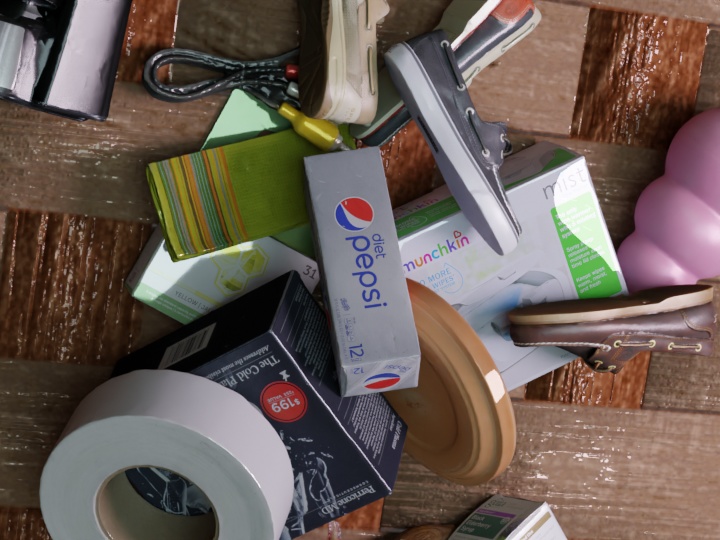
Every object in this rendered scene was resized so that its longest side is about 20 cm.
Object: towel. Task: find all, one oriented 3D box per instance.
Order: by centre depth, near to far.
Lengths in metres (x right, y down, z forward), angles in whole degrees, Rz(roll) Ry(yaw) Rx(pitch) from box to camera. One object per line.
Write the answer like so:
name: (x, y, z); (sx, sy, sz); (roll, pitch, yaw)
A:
towel: (-0.085, -0.073, 1.667); (0.199, 0.018, 0.087); (-17, 91, -28)

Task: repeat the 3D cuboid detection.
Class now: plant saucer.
plant saucer: (0.055, 0.100, 1.684); (0.032, 0.200, 0.201); (-31, 109, -30)

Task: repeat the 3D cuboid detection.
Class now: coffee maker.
coffee maker: (-0.229, -0.225, 1.561); (0.191, 0.135, 0.201); (13, 97, -21)

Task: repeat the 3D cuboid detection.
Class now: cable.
cable: (-0.083, -0.167, 1.662); (0.199, 0.050, 0.098); (17, 79, -18)

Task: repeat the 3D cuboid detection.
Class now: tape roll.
tape roll: (-0.157, 0.183, 1.586); (0.201, 0.071, 0.203); (6, 121, 9)

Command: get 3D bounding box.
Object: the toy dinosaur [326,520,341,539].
toy dinosaur: (-0.116, 0.298, 1.696); (0.200, 0.181, 0.105); (-52, 130, -21)

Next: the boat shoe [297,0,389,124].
boat shoe: (-0.013, -0.223, 1.653); (0.064, 0.071, 0.201); (8, 81, -27)

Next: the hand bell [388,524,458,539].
hand bell: (0.003, 0.267, 1.773); (0.199, 0.104, 0.105); (-15, 105, -27)

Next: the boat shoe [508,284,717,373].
boat shoe: (0.224, 0.056, 1.699); (0.199, 0.070, 0.071); (-5, 100, -18)

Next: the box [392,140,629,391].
box: (0.123, 0.004, 1.744); (0.199, 0.097, 0.177); (-24, 109, -12)

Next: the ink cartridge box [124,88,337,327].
ink cartridge box: (-0.095, -0.037, 1.690); (0.145, 0.048, 0.201); (29, 93, -20)

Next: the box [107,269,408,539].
box: (-0.093, 0.132, 1.647); (0.199, 0.104, 0.182); (-28, 112, 24)

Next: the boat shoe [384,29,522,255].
boat shoe: (0.093, -0.112, 1.640); (0.066, 0.070, 0.201); (-29, 89, -8)

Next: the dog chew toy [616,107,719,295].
dog chew toy: (0.310, -0.051, 1.785); (0.124, 0.125, 0.200); (35, 97, -21)

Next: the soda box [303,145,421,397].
soda box: (0.000, 0.000, 1.608); (0.068, 0.064, 0.201); (-9, 63, -6)

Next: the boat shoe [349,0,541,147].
boat shoe: (0.075, -0.177, 1.706); (0.200, 0.071, 0.063); (-46, 123, -1)

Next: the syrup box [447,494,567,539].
syrup box: (0.168, 0.312, 1.817); (0.081, 0.079, 0.201); (-41, 112, -27)
